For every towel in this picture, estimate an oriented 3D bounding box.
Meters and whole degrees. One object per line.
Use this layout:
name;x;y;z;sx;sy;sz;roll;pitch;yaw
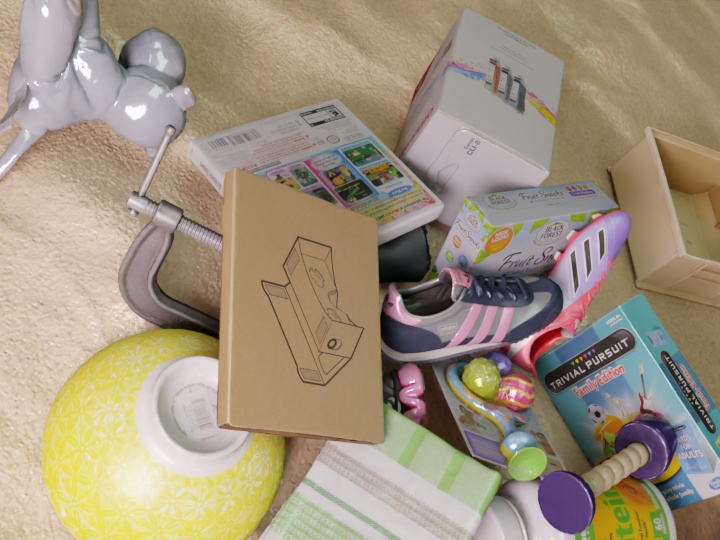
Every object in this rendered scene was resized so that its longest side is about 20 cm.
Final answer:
towel;0.008;0.216;0.671;0.148;0.031;0.201;30;63;16

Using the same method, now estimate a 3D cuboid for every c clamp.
c clamp;-0.119;0.000;0.701;0.199;0.171;0.027;32;25;-18

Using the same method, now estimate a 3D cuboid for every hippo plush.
hippo plush;-0.227;-0.184;0.746;0.159;0.159;0.203;13;56;-23

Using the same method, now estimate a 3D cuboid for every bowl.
bowl;-0.139;0.125;0.646;0.198;0.108;0.203;15;56;-23

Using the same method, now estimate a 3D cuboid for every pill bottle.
pill bottle;0.185;0.248;0.765;0.197;0.111;0.113;5;60;-29

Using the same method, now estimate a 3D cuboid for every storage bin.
storage bin;0.460;-0.067;1.136;0.196;0.094;0.203;12;56;-25

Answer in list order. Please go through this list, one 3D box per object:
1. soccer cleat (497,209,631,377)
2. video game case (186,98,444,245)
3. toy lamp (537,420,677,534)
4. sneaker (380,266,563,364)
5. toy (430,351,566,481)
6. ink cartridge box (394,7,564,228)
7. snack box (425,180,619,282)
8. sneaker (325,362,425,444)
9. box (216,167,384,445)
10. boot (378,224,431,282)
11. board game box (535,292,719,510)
soccer cleat;0.224;0.024;0.875;0.077;0.200;0.067;48;5;34
video game case;-0.041;-0.089;0.818;0.199;0.024;0.182;-25;62;-38
toy lamp;0.231;0.176;0.741;0.198;0.058;0.059;-7;65;-48
sneaker;0.113;0.030;0.803;0.197;0.083;0.070;-16;40;-15
toy;0.136;0.119;0.796;0.114;0.048;0.201;22;24;-19
ink cartridge box;0.133;-0.166;0.956;0.143;0.146;0.202;26;51;-9
snack box;0.173;-0.021;0.898;0.198;0.143;0.053;-11;47;-35
sneaker;0.014;0.181;0.741;0.094;0.079;0.203;2;58;-6
box;-0.044;0.033;0.670;0.162;0.021;0.203;17;63;-41
boot;0.000;0.000;0.826;0.166;0.077;0.202;1;55;-26
board game box;0.287;0.149;0.862;0.047;0.151;0.202;-20;73;-37
